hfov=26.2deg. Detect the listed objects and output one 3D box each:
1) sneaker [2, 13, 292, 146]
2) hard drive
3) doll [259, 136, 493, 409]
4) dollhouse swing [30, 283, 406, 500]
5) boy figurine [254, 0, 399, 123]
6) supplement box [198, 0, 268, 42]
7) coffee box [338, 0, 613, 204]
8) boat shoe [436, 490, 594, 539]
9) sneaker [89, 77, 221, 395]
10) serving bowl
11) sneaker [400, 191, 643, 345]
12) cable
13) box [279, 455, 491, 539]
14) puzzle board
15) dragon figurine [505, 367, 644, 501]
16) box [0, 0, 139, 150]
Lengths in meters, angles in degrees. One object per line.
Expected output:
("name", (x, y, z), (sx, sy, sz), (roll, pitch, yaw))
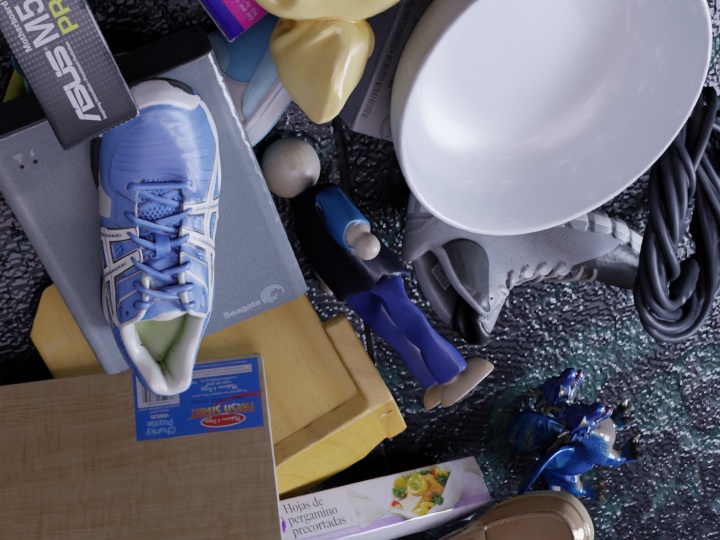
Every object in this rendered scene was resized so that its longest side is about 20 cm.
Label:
("sneaker", (-0.128, -0.113, 0.914), (0.200, 0.080, 0.131), (-42, 132, 4))
("hard drive", (-0.123, -0.035, 0.911), (0.139, 0.033, 0.201), (-23, 135, -3))
("doll", (0.000, 0.000, 1.006), (0.048, 0.136, 0.200), (-39, 94, -16))
("dollhouse swing", (-0.102, 0.073, 1.060), (0.199, 0.177, 0.182), (-31, 165, -2))
("boy figurine", (-0.014, -0.178, 0.816), (0.123, 0.065, 0.201), (-11, 121, -15))
("supplement box", (-0.033, -0.241, 0.873), (0.199, 0.101, 0.104), (-37, 123, 1))
("coffee box", (0.089, -0.128, 0.992), (0.199, 0.080, 0.114), (13, 111, -26))
("boat shoe", (0.082, 0.225, 1.143), (0.199, 0.064, 0.072), (-32, 84, 29))
("sneaker", (-0.107, -0.016, 0.855), (0.075, 0.077, 0.201), (-10, 134, -14))
("serving bowl", (0.103, -0.118, 0.904), (0.199, 0.066, 0.201), (-15, 135, -16))
("sneaker", (0.108, 0.005, 1.049), (0.199, 0.075, 0.116), (22, 68, -20))
("cable", (0.216, -0.042, 1.043), (0.164, 0.050, 0.200), (-67, 154, -12))
("box", (0.004, 0.175, 1.114), (0.199, 0.039, 0.041), (-9, 154, -33))
("puzzle board", (-0.150, 0.137, 0.956), (0.198, 0.152, 0.017), (-7, 160, -1))
("dragon figurine", (0.145, 0.138, 1.163), (0.099, 0.059, 0.200), (8, 143, -24))
("box", (-0.182, -0.173, 0.796), (0.044, 0.200, 0.161), (-27, 124, -4))
